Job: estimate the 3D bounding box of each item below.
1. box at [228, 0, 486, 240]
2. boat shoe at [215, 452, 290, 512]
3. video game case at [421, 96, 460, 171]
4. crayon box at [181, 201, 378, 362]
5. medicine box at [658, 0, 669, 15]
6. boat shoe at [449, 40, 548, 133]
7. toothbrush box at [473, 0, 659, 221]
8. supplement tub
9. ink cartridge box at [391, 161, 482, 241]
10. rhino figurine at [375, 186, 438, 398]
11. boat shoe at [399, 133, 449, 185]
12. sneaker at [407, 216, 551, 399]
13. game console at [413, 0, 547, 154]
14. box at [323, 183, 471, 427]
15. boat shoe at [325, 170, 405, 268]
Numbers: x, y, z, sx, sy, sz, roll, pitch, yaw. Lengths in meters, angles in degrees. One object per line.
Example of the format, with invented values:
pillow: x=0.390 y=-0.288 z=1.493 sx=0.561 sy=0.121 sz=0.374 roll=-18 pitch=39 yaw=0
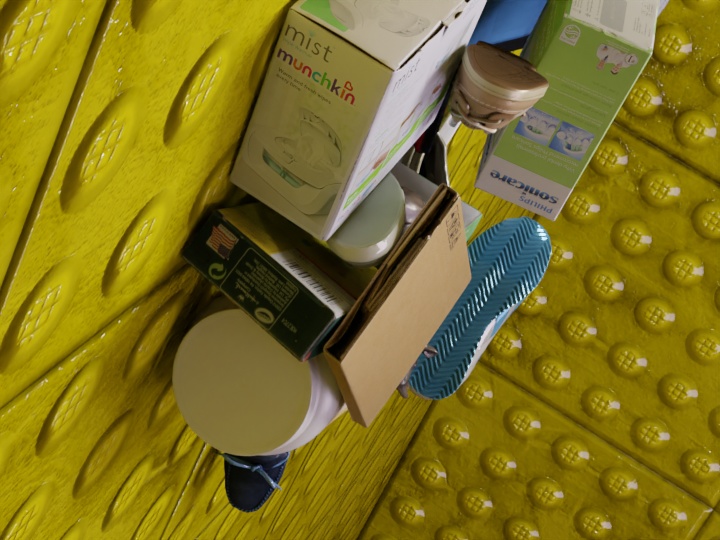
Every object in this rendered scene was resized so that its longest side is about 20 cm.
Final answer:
box: x=0.008 y=-0.153 z=1.347 sx=0.200 sy=0.096 sz=0.177 roll=-50 pitch=167 yaw=-45
boat shoe: x=-0.112 y=0.181 z=1.910 sx=0.069 sy=0.084 sz=0.201 roll=-83 pitch=-176 yaw=-63
video game case: x=0.101 y=-0.186 z=1.870 sx=0.201 sy=0.018 sz=0.143 roll=-57 pitch=-170 yaw=-7
crayon box: x=-0.050 y=0.003 z=1.419 sx=0.051 sy=0.127 sz=0.200 roll=-52 pitch=170 yaw=14
medicine box: x=0.217 y=-0.327 z=1.634 sx=0.103 sy=0.182 sz=0.200 roll=-52 pitch=169 yaw=-31
boat shoe: x=0.107 y=-0.140 z=1.427 sx=0.065 sy=0.071 sz=0.200 roll=-64 pitch=178 yaw=12
toothbrush box: x=0.184 y=-0.170 z=1.569 sx=0.146 sy=0.086 sz=0.200 roll=-72 pitch=-175 yaw=-49
supplement tub: x=-0.071 y=0.077 z=1.533 sx=0.146 sy=0.145 sz=0.200 roll=-60 pitch=171 yaw=14
ink cartridge box: x=0.000 y=0.000 z=1.662 sx=0.201 sy=0.144 sz=0.084 roll=-62 pitch=171 yaw=22
rhino figurine: x=0.034 y=0.019 z=1.562 sx=0.087 sy=0.059 sz=0.201 roll=-44 pitch=130 yaw=-65
boat shoe: x=0.056 y=-0.046 z=1.736 sx=0.068 sy=0.201 sz=0.075 roll=-19 pitch=161 yaw=36
sneaker: x=0.105 y=0.033 z=1.679 sx=0.200 sy=0.076 sz=0.081 roll=-52 pitch=-179 yaw=-8
game console: x=0.126 y=-0.214 z=1.579 sx=0.200 sy=0.118 sz=0.173 roll=105 pitch=-6 yaw=-57
box: x=0.034 y=0.034 z=1.427 sx=0.164 sy=0.021 sz=0.200 roll=-54 pitch=164 yaw=-12
boat shoe: x=0.001 y=-0.043 z=1.430 sx=0.201 sy=0.070 sz=0.072 roll=-104 pitch=-178 yaw=-62
